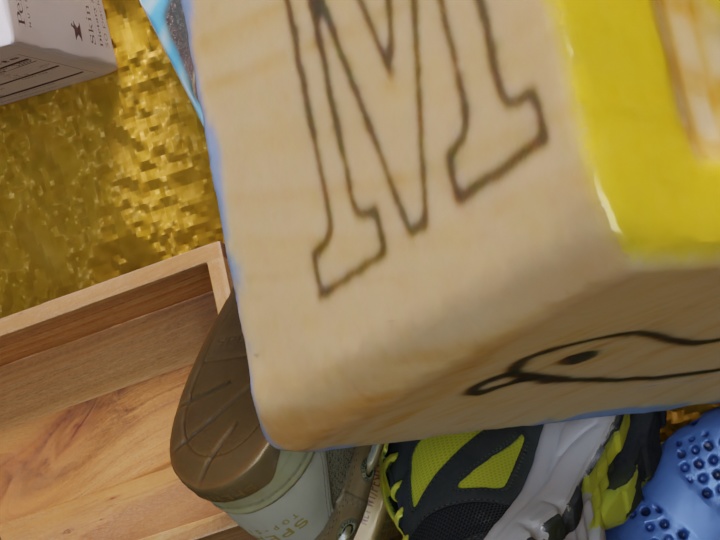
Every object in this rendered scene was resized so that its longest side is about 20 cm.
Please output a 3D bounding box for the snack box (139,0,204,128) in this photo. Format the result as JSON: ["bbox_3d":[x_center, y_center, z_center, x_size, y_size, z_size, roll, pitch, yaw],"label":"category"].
[{"bbox_3d":[0.026,-0.107,0.870,0.199,0.037,0.117,-29,84,13],"label":"snack box"}]

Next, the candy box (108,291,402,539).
[{"bbox_3d":[-0.051,0.114,0.882,0.116,0.056,0.202,20,94,15],"label":"candy box"}]

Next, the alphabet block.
[{"bbox_3d":[0.077,-0.071,0.688,0.194,0.200,0.198,-6,76,-28],"label":"alphabet block"}]

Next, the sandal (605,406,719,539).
[{"bbox_3d":[0.092,0.135,0.831,0.079,0.087,0.201,35,97,14],"label":"sandal"}]

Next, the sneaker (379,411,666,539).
[{"bbox_3d":[0.039,0.084,0.787,0.084,0.200,0.075,6,127,26],"label":"sneaker"}]

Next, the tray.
[{"bbox_3d":[-0.122,0.070,0.848,0.199,0.037,0.099,-19,70,15],"label":"tray"}]

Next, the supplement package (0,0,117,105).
[{"bbox_3d":[-0.199,-0.155,0.890,0.154,0.111,0.202,-15,87,14],"label":"supplement package"}]

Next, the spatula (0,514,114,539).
[{"bbox_3d":[-0.045,0.115,0.840,0.198,0.021,0.057,12,92,18],"label":"spatula"}]

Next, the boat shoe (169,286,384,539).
[{"bbox_3d":[0.002,0.000,0.804,0.073,0.063,0.202,-10,48,42],"label":"boat shoe"}]
